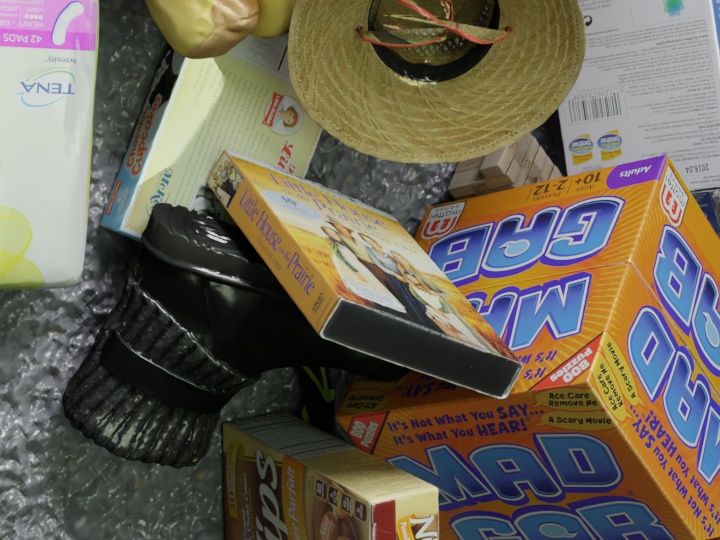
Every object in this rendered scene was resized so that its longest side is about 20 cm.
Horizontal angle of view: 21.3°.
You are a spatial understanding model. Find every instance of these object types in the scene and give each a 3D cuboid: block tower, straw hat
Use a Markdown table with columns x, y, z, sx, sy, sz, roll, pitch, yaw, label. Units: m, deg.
| x | y | z | sx | sy | sz | roll | pitch | yaw | label |
| --- | --- | --- | --- | --- | --- | --- | --- | --- | --- |
| 0.138 | -0.019 | 1.389 | 0.200 | 0.057 | 0.054 | 52 | 44 | -29 | block tower |
| 0.045 | -0.169 | 1.202 | 0.199 | 0.086 | 0.202 | -2 | 137 | -2 | straw hat |

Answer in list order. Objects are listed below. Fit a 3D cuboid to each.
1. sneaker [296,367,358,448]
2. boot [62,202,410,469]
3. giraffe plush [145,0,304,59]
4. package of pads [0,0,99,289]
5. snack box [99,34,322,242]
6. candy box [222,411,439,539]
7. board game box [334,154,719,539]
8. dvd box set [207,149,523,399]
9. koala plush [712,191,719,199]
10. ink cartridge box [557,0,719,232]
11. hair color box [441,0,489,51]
| x | y | z | sx | sy | sz | roll | pitch | yaw | label |
| --- | --- | --- | --- | --- | --- | --- | --- | --- | --- |
| 0.001 | 0.102 | 1.328 | 0.076 | 0.075 | 0.202 | -7 | 105 | -29 | sneaker |
| -0.072 | 0.063 | 1.228 | 0.209 | 0.080 | 0.159 | 23 | 106 | -4 | boot |
| -0.078 | -0.249 | 1.129 | 0.199 | 0.162 | 0.173 | 35 | 49 | -15 | giraffe plush |
| -0.236 | -0.089 | 1.148 | 0.153 | 0.068 | 0.202 | 0 | 101 | -30 | package of pads |
| -0.082 | -0.102 | 1.257 | 0.116 | 0.037 | 0.202 | 22 | 88 | -32 | snack box |
| -0.022 | 0.174 | 1.253 | 0.055 | 0.199 | 0.117 | -7 | 104 | -31 | candy box |
| 0.142 | 0.078 | 1.292 | 0.200 | 0.199 | 0.201 | 52 | 45 | -30 | board game box |
| 0.000 | 0.000 | 1.189 | 0.145 | 0.200 | 0.030 | 21 | 108 | -33 | dvd box set |
| 0.314 | -0.154 | 1.423 | 0.198 | 0.184 | 0.179 | -15 | 107 | -16 | koala plush |
| 0.210 | -0.122 | 1.346 | 0.076 | 0.135 | 0.202 | -14 | 97 | -53 | ink cartridge box |
| 0.106 | -0.232 | 1.242 | 0.060 | 0.200 | 0.101 | -3 | 60 | -31 | hair color box |
